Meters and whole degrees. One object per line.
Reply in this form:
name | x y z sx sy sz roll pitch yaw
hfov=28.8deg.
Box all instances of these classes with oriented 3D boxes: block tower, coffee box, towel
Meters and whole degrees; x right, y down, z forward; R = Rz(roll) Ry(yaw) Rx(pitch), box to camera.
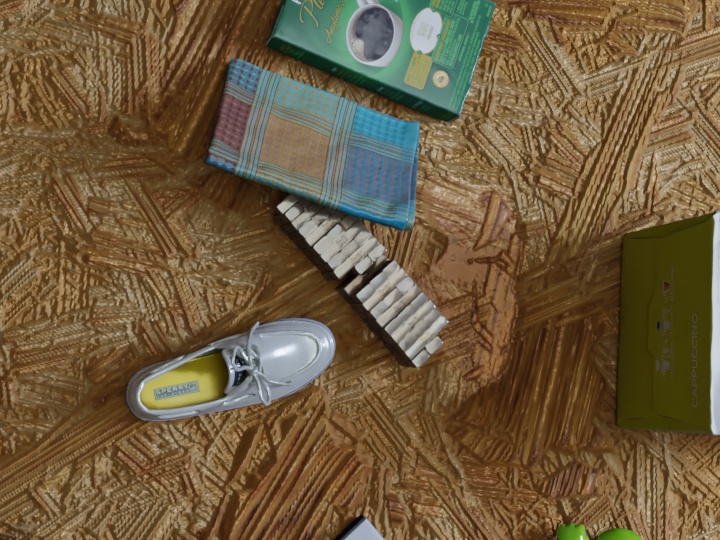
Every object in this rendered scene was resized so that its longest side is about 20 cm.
block tower | 0.000 0.000 1.323 0.054 0.058 0.200 -42 99 -13
coffee box | 0.020 -0.236 1.348 0.199 0.044 0.124 20 81 -13
coffee box | 0.374 0.058 1.340 0.196 0.200 0.201 4 85 -14
towel | -0.038 -0.118 1.298 0.199 0.022 0.147 19 45 -12

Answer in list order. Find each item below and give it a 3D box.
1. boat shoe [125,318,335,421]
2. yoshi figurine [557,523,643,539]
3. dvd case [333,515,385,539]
boat shoe | -0.113 0.089 1.271 0.200 0.086 0.075 -12 90 -14
yoshi figurine | 0.206 0.306 1.351 0.199 0.113 0.112 -19 50 -1
dvd case | 0.013 0.353 1.322 0.143 0.018 0.200 -41 97 -14
